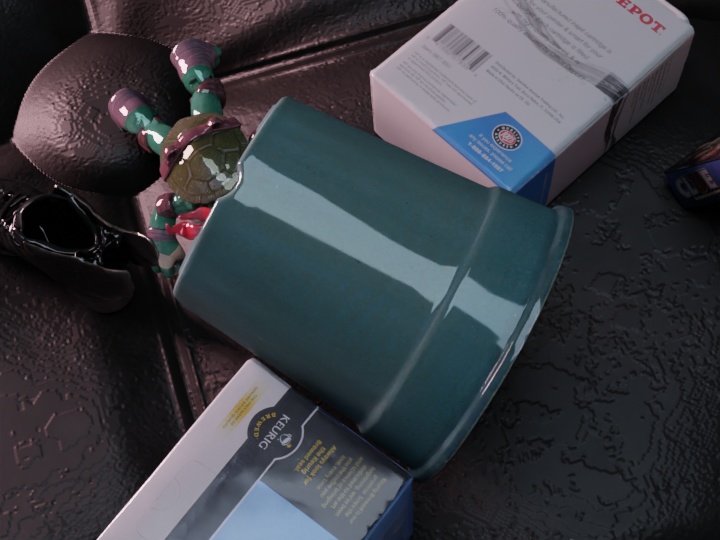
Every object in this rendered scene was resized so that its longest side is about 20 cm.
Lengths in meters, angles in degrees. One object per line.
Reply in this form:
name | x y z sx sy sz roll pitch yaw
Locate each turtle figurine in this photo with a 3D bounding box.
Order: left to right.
turtle figurine | -0.106 -0.075 0.969 0.150 0.101 0.200 -27 60 -10

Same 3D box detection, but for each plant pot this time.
plant pot | 0.000 0.000 0.839 0.196 0.200 0.200 29 68 -2

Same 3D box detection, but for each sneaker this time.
sneaker | -0.224 -0.032 0.944 0.200 0.104 0.060 31 70 17

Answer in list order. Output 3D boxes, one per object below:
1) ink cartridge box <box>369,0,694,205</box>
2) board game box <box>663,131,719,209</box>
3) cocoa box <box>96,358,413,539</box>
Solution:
ink cartridge box | 0.128 -0.143 0.994 0.200 0.084 0.145 -41 69 -16
board game box | 0.329 -0.119 0.945 0.200 0.135 0.035 -35 95 -14
cocoa box | -0.074 0.185 0.814 0.131 0.133 0.200 34 70 17
